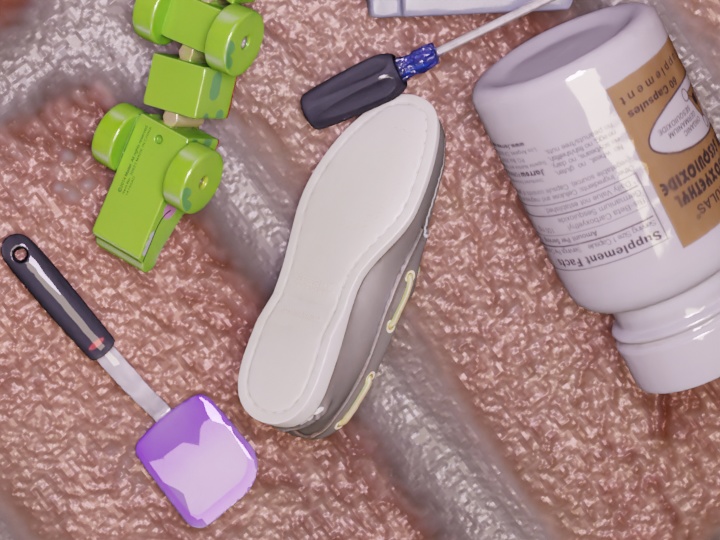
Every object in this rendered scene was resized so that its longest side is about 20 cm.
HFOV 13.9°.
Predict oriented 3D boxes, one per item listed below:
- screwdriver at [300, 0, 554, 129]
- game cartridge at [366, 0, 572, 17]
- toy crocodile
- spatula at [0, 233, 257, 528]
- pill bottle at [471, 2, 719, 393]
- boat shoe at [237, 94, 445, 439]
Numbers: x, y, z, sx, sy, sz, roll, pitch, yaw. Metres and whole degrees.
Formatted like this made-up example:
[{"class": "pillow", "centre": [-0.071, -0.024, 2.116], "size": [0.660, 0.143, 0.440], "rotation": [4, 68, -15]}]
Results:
[{"class": "screwdriver", "centre": [0.056, -0.130, 1.637], "size": [0.200, 0.028, 0.029], "rotation": [-28, 146, 15]}, {"class": "game cartridge", "centre": [0.067, -0.242, 1.636], "size": [0.133, 0.041, 0.200], "rotation": [-2, 102, -6]}, {"class": "toy crocodile", "centre": [-0.095, -0.096, 1.630], "size": [0.067, 0.062, 0.200], "rotation": [24, 101, 26]}, {"class": "spatula", "centre": [-0.134, 0.056, 1.672], "size": [0.057, 0.021, 0.200], "rotation": [-39, 105, 2]}, {"class": "pill bottle", "centre": [0.153, -0.038, 1.653], "size": [0.114, 0.114, 0.200], "rotation": [-28, 105, -3]}, {"class": "boat shoe", "centre": [-0.002, -0.001, 1.662], "size": [0.060, 0.072, 0.202], "rotation": [32, 81, -54]}]
